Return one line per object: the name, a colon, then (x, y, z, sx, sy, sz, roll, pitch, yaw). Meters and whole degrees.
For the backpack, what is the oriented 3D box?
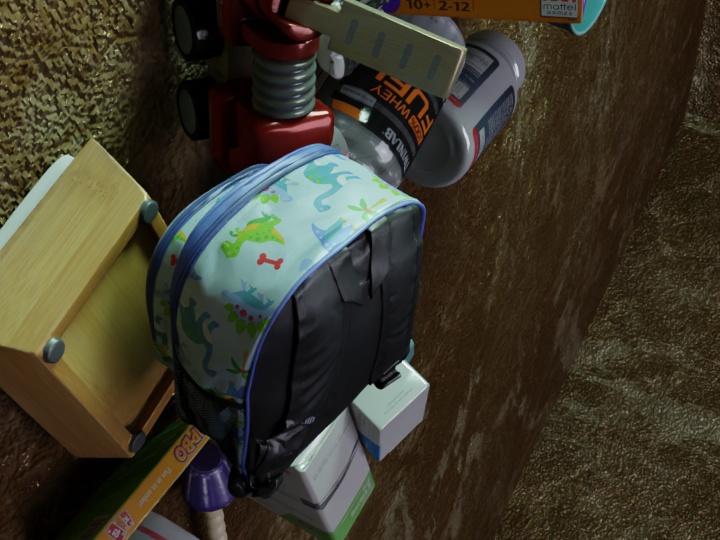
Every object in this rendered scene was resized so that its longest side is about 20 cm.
backpack: (-0.054, 0.016, 0.672, 0.183, 0.147, 0.201, -39, 156, -33)

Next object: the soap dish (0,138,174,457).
soap dish: (-0.183, 0.033, 0.706, 0.158, 0.081, 0.201, -59, 155, -24)

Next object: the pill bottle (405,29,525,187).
pill bottle: (0.114, -0.196, 1.162, 0.200, 0.119, 0.120, -49, 150, -42)

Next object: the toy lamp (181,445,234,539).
toy lamp: (-0.148, 0.253, 1.018, 0.058, 0.058, 0.201, -50, 152, -39)

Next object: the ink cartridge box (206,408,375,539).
ink cartridge box: (-0.076, 0.175, 0.993, 0.084, 0.145, 0.201, -54, 154, -25)

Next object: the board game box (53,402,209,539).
board game box: (-0.180, 0.169, 0.830, 0.030, 0.095, 0.200, 48, 51, -15)

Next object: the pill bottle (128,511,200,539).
pill bottle: (-0.208, 0.313, 0.852, 0.201, 0.108, 0.109, -60, 157, -23)

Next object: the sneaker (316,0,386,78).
sneaker: (-0.029, -0.249, 0.766, 0.075, 0.080, 0.202, -39, 135, -45)

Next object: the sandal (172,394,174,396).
sandal: (-0.145, 0.077, 0.869, 0.200, 0.054, 0.082, -37, 141, -54)

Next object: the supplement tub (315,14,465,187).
supplement tub: (0.009, -0.154, 0.944, 0.201, 0.122, 0.123, -62, 157, -20)

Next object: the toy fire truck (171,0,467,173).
toy fire truck: (-0.037, -0.141, 0.695, 0.128, 0.200, 0.177, -15, 130, -26)

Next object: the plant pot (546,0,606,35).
plant pot: (0.172, -0.372, 1.054, 0.200, 0.187, 0.201, -49, 151, -40)

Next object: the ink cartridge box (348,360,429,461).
ink cartridge box: (-0.027, 0.082, 0.980, 0.067, 0.200, 0.116, -40, 161, -17)

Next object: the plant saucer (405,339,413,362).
plant saucer: (0.000, 0.000, 0.979, 0.019, 0.201, 0.070, -29, 165, -5)

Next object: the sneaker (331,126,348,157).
sneaker: (-0.080, -0.045, 0.855, 0.079, 0.095, 0.201, -21, 142, -57)

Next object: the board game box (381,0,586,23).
board game box: (0.099, -0.349, 0.818, 0.201, 0.198, 0.201, 77, 26, -48)
